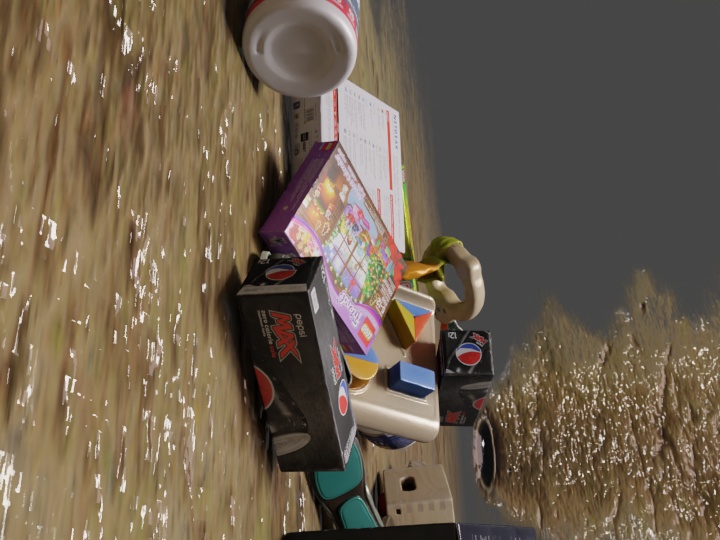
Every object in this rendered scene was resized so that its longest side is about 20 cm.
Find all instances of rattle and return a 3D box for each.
[{"bbox_3d":[0.107,0.060,1.142,0.143,0.129,0.202,-40,149,-38],"label":"rattle"}]

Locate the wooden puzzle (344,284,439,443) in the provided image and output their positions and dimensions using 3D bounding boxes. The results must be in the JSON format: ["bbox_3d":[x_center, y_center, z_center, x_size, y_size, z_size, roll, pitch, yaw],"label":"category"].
[{"bbox_3d":[0.028,0.097,0.959,0.046,0.183,0.203,-38,-140,48],"label":"wooden puzzle"}]

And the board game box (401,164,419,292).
[{"bbox_3d":[0.028,-0.054,1.179,0.048,0.100,0.203,-48,131,-73],"label":"board game box"}]

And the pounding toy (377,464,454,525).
[{"bbox_3d":[0.071,0.397,1.166,0.200,0.140,0.187,-89,173,-86],"label":"pounding toy"}]

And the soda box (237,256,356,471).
[{"bbox_3d":[-0.056,0.091,0.712,0.064,0.070,0.203,-72,155,-60],"label":"soda box"}]

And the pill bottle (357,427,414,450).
[{"bbox_3d":[0.040,0.194,1.093,0.200,0.109,0.113,60,27,-64],"label":"pill bottle"}]

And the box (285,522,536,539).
[{"bbox_3d":[0.055,0.310,0.756,0.181,0.198,0.106,26,55,-52],"label":"box"}]

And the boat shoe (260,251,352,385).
[{"bbox_3d":[-0.056,0.057,0.797,0.073,0.059,0.203,-84,164,-47],"label":"boat shoe"}]

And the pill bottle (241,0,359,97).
[{"bbox_3d":[-0.058,-0.297,0.822,0.120,0.118,0.202,70,18,-52],"label":"pill bottle"}]

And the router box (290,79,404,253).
[{"bbox_3d":[-0.013,-0.130,0.962,0.179,0.048,0.203,17,67,-53],"label":"router box"}]

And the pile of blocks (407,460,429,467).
[{"bbox_3d":[0.082,0.427,1.368,0.062,0.081,0.203,21,-65,53],"label":"pile of blocks"}]

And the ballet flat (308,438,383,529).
[{"bbox_3d":[-0.023,0.252,0.897,0.064,0.067,0.203,-138,-151,-62],"label":"ballet flat"}]

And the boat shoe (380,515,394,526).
[{"bbox_3d":[0.004,0.381,0.935,0.201,0.067,0.073,-69,144,-62],"label":"boat shoe"}]

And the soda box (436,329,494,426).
[{"bbox_3d":[0.136,0.153,1.057,0.201,0.069,0.064,90,1,-60],"label":"soda box"}]

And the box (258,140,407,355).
[{"bbox_3d":[-0.022,-0.022,0.851,0.201,0.039,0.138,58,47,-38],"label":"box"}]
